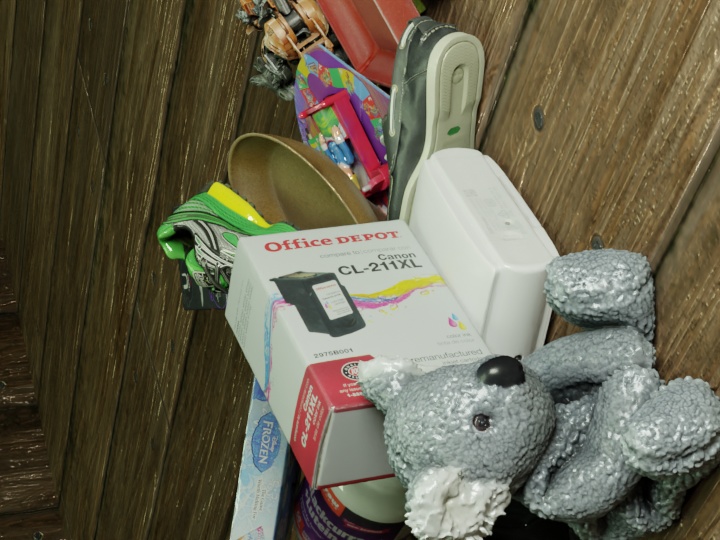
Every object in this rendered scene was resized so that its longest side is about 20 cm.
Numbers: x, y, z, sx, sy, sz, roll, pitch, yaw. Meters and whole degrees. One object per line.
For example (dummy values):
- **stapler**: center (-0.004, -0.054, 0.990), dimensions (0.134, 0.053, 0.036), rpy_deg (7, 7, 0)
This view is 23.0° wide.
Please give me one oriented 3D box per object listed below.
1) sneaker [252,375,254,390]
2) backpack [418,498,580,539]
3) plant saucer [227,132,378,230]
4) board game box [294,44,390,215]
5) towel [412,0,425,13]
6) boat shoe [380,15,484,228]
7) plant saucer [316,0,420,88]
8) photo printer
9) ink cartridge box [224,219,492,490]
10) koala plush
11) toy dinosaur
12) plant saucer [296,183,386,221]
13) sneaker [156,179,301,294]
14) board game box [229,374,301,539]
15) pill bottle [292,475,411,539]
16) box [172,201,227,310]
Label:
- **sneaker**: center (-0.047, 0.042, 1.799), dimensions (0.070, 0.081, 0.201), rpy_deg (-19, -56, -79)
- **backpack**: center (0.110, 0.256, 1.297), dimensions (0.167, 0.126, 0.202), rpy_deg (-117, 21, -80)
- **plant saucer**: center (-0.036, -0.038, 1.509), dimensions (0.200, 0.035, 0.201), rpy_deg (40, 152, 27)
- **board game box**: center (-0.012, -0.102, 1.562), dimensions (0.200, 0.039, 0.159), rpy_deg (40, 146, 34)
- **towel**: center (-0.016, -0.311, 1.528), dimensions (0.201, 0.023, 0.144), rpy_deg (59, 171, -20)
- **boat shoe**: center (0.050, -0.105, 1.430), dimensions (0.067, 0.072, 0.201), rpy_deg (30, 122, 38)
- **plant saucer**: center (-0.006, -0.248, 1.507), dimensions (0.201, 0.037, 0.200), rpy_deg (60, 171, -19)
- **photo printer**: center (0.085, 0.030, 1.390), dimensions (0.167, 0.069, 0.201), rpy_deg (-118, 30, -47)
- **ink cartridge box**: center (0.000, 0.057, 1.317), dimensions (0.200, 0.145, 0.083), rpy_deg (-122, 33, -44)
- **koala plush**: center (0.104, 0.107, 1.163), dimensions (0.184, 0.199, 0.178), rpy_deg (104, 152, -45)
- **toy dinosaur**: center (-0.066, -0.218, 1.641), dimensions (0.136, 0.101, 0.201), rpy_deg (70, -176, -68)
- **plant saucer**: center (0.000, 0.000, 1.573), dimensions (0.200, 0.034, 0.201), rpy_deg (40, 152, 26)
- **sneaker**: center (-0.095, 0.000, 1.518), dimensions (0.200, 0.085, 0.078), rpy_deg (30, 147, 39)
- **board game box**: center (-0.079, 0.172, 1.623), dimensions (0.200, 0.043, 0.201), rpy_deg (-42, -39, -85)
- **pill bottle**: center (0.012, 0.185, 1.578), dimensions (0.200, 0.111, 0.112), rpy_deg (116, 143, -57)
- **box**: center (-0.127, -0.022, 1.924), dimensions (0.200, 0.105, 0.123), rpy_deg (176, 88, -70)
